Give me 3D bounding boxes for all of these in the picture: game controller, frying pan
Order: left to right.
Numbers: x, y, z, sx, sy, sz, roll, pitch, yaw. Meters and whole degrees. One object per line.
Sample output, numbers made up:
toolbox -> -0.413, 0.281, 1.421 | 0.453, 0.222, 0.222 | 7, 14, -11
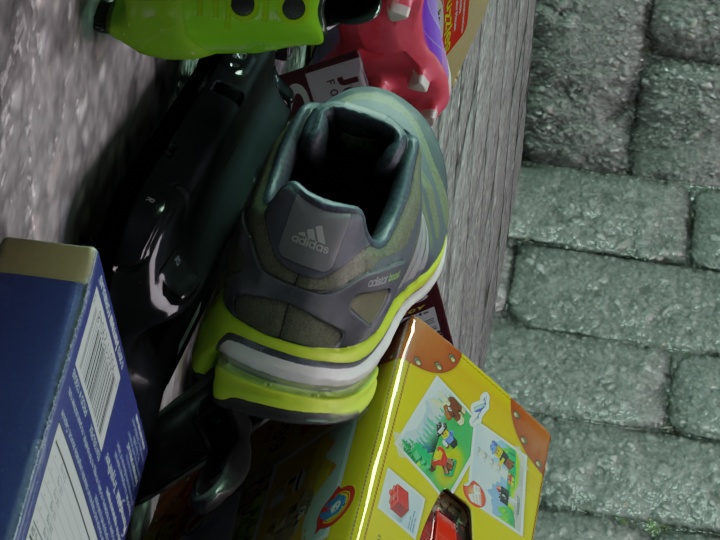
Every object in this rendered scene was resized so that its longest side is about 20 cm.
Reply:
game controller -> -0.064, -0.012, 0.764 | 0.200, 0.042, 0.105 | -69, 180, -63
frying pan -> -0.054, 0.057, 0.764 | 0.031, 0.115, 0.190 | 55, 30, -1

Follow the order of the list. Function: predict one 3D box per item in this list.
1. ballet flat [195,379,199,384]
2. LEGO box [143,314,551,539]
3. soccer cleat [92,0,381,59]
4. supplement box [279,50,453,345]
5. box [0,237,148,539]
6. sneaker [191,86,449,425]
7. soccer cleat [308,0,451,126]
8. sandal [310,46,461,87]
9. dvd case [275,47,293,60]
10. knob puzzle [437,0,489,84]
ballet flat -> -0.034, 0.063, 0.985 | 0.200, 0.057, 0.067 | -16, 115, -83
LEGO box -> -0.022, 0.135, 0.759 | 0.149, 0.077, 0.200 | -36, -157, 33
soccer cleat -> -0.027, -0.109, 0.725 | 0.200, 0.081, 0.068 | -68, 165, -66
supplement box -> 0.000, 0.000, 0.970 | 0.200, 0.061, 0.109 | 72, 0, -67
box -> -0.098, 0.107, 0.584 | 0.121, 0.032, 0.201 | 87, 11, -58
sneaker -> -0.001, -0.024, 0.757 | 0.200, 0.074, 0.081 | -73, -179, -63
soccer cleat -> 0.007, -0.117, 0.939 | 0.200, 0.066, 0.077 | 79, 17, -69
sandal -> 0.022, -0.116, 1.201 | 0.212, 0.069, 0.078 | 33, 65, -83
dvd case -> -0.020, -0.210, 0.933 | 0.146, 0.022, 0.201 | -73, 168, -55
knob puzzle -> 0.032, -0.158, 1.097 | 0.220, 0.030, 0.220 | -55, 157, -37
